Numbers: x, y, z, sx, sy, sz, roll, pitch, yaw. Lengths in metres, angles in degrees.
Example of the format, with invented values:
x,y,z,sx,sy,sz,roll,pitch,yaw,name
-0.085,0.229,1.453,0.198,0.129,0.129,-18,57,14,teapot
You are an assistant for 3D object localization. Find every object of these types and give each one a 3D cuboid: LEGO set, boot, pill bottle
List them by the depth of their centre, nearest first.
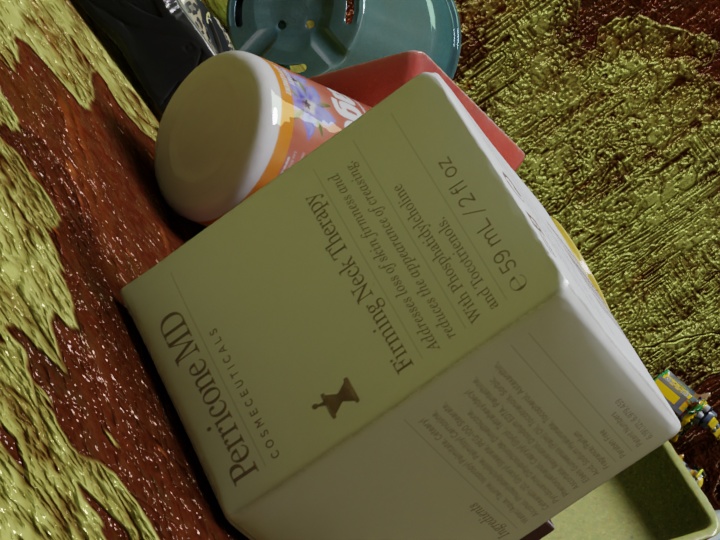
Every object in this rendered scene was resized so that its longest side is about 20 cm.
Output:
x,y,z,sx,sy,sz,roll,pitch,yaw,name
-0.026,-0.060,1.490,0.200,0.112,0.112,21,29,-41,pill bottle
-0.154,-0.197,1.674,0.204,0.073,0.154,60,5,-5,boot
0.225,0.178,1.717,0.116,0.154,0.200,41,-25,15,LEGO set

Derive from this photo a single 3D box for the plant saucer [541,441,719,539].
x,y,z,sx,sy,sz,roll,pitch,yaw,name
0.097,0.132,1.474,0.048,0.200,0.200,97,-28,-46,plant saucer

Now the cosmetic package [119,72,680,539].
x,y,z,sx,sy,sz,roll,pitch,yaw,name
0.021,0.045,1.175,0.166,0.200,0.167,46,11,-50,cosmetic package

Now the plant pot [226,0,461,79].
x,y,z,sx,sy,sz,roll,pitch,yaw,name
-0.026,-0.242,2.279,0.200,0.200,0.196,57,15,17,plant pot

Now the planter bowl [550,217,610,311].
x,y,z,sx,sy,sz,roll,pitch,yaw,name
0.123,0.019,1.643,0.200,0.083,0.200,60,-2,3,planter bowl

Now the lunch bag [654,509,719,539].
x,y,z,sx,sy,sz,roll,pitch,yaw,name
0.213,0.255,1.522,0.160,0.077,0.200,140,-56,-73,lunch bag

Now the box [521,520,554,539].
x,y,z,sx,sy,sz,roll,pitch,yaw,name
0.028,0.099,1.366,0.075,0.100,0.200,49,10,-38,box

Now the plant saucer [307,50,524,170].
x,y,z,sx,sy,sz,roll,pitch,yaw,name
-0.007,-0.078,1.631,0.200,0.200,0.037,36,45,-58,plant saucer
